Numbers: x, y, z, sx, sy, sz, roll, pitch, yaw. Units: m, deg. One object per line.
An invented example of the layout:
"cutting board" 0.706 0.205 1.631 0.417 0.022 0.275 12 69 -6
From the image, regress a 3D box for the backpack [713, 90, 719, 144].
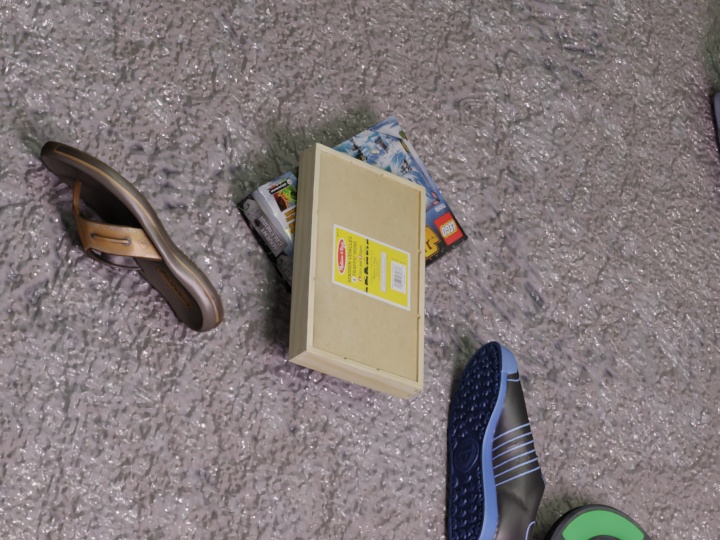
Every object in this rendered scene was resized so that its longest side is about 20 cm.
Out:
"backpack" 0.495 -0.154 2.130 0.189 0.154 0.202 7 69 -29

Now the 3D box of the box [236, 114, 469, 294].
"box" -0.004 -0.043 1.720 0.199 0.040 0.138 -31 89 -45

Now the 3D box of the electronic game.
"electronic game" 0.223 0.309 1.715 0.199 0.041 0.202 20 60 -39

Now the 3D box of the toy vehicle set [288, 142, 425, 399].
"toy vehicle set" 0.000 0.000 1.654 0.123 0.026 0.202 21 57 -31

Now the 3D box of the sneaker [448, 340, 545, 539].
"sneaker" 0.125 0.166 1.706 0.077 0.070 0.202 24 61 -32

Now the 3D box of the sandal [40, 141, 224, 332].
"sandal" -0.190 -0.020 1.539 0.055 0.082 0.201 -44 107 -23
